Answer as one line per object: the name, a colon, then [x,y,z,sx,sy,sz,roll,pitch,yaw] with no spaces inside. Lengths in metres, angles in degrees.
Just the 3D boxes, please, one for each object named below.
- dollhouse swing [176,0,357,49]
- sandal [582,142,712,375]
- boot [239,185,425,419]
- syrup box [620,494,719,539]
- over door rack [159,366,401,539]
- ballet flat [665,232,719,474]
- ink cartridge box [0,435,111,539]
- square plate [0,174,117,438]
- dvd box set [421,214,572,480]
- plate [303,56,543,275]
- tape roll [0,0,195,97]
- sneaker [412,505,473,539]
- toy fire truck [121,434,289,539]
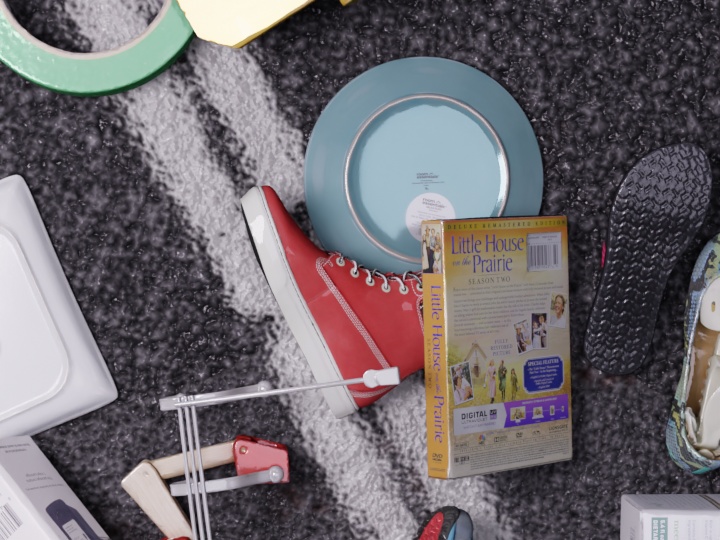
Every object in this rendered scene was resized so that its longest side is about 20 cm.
dollhouse swing: [-0.058,-0.292,1.413,0.175,0.182,0.201,-30,94,27]
sandal: [0.229,-0.013,1.471,0.075,0.045,0.201,18,104,0]
boot: [0.000,0.000,1.425,0.144,0.072,0.201,-28,106,0]
syrup box: [0.315,0.227,1.459,0.198,0.081,0.079,1,92,-4]
over door rack: [-0.049,0.157,1.375,0.198,0.067,0.149,-8,89,17]
ballet flat: [0.297,0.068,1.461,0.074,0.074,0.202,7,90,-5]
ink cartridge box: [-0.258,0.249,1.365,0.145,0.084,0.200,-45,75,13]
square plate: [-0.322,0.052,1.427,0.199,0.028,0.199,-24,94,-4]
dvd box set: [0.109,0.058,1.424,0.146,0.029,0.202,-5,94,-42]
plate: [0.053,-0.074,1.458,0.198,0.026,0.202,0,91,-5]
tape roll: [-0.217,-0.240,1.420,0.199,0.048,0.202,0,91,-4]
sneaker: [0.086,0.286,1.453,0.095,0.079,0.202,-1,100,-14]
toy fire truck: [-0.157,0.203,1.434,0.198,0.049,0.142,1,91,-4]
